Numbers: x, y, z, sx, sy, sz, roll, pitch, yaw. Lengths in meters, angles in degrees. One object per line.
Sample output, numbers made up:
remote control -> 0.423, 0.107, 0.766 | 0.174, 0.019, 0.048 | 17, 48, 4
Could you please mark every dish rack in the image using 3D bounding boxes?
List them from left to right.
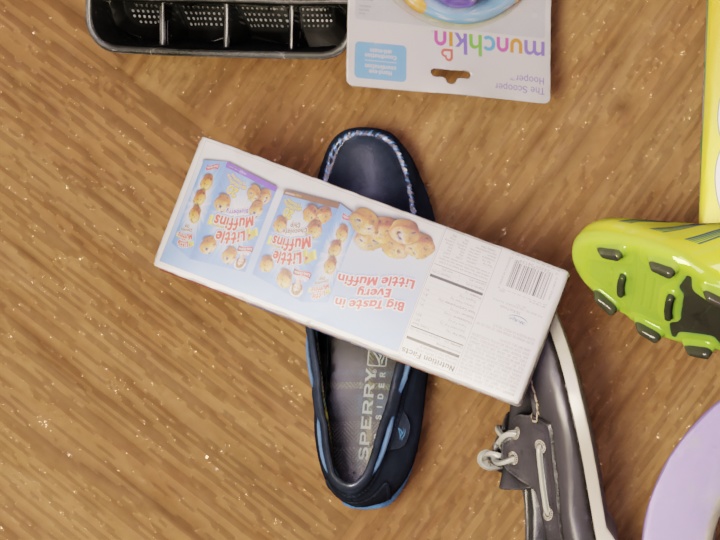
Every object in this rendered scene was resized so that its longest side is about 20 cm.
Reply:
dish rack -> -0.064, -0.213, 1.381 | 0.153, 0.055, 0.201 | 3, 96, 19

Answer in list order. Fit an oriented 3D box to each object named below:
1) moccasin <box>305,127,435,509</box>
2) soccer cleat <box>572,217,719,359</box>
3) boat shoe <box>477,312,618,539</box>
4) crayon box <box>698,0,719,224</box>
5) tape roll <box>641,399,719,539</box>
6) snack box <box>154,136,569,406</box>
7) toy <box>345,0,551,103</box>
moccasin -> 0.009, 0.022, 1.366 | 0.080, 0.068, 0.201 | -6, 83, 10
soccer cleat -> 0.205, -0.001, 1.296 | 0.200, 0.065, 0.084 | 9, 48, 21
boat shoe -> 0.092, 0.100, 1.349 | 0.063, 0.073, 0.201 | -13, 89, 5
crayon box -> 0.262, -0.096, 1.340 | 0.172, 0.058, 0.201 | 3, 89, 11
tape roll -> 0.241, 0.145, 1.316 | 0.199, 0.085, 0.201 | -1, 86, 9
snack box -> 0.000, 0.000, 1.324 | 0.199, 0.024, 0.072 | 21, 88, 9
toy -> 0.055, -0.192, 1.343 | 0.115, 0.047, 0.201 | 4, 82, -21
